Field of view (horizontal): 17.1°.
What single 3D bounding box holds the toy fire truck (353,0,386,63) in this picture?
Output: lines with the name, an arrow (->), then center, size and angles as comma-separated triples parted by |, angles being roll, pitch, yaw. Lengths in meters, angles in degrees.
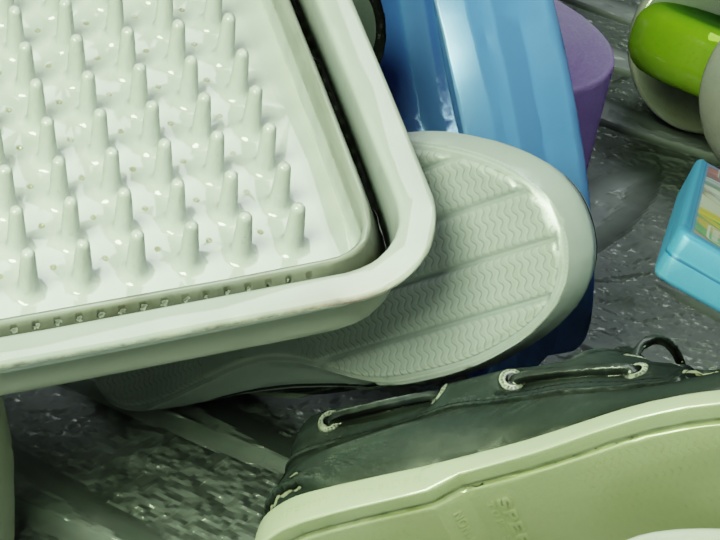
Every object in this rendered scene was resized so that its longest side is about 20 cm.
toy fire truck -> -0.105, -0.069, 0.807 | 0.199, 0.177, 0.128 | -19, 10, -41

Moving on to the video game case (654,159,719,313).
video game case -> 0.181, 0.031, 0.710 | 0.199, 0.018, 0.143 | 30, 14, 4

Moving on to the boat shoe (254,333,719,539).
boat shoe -> 0.068, 0.050, 0.654 | 0.198, 0.075, 0.066 | -16, 37, 15

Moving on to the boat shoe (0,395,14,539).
boat shoe -> -0.134, 0.011, 0.688 | 0.061, 0.075, 0.201 | -6, 50, -5

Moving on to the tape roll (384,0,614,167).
tape roll -> 0.004, -0.083, 1.008 | 0.199, 0.066, 0.200 | 10, 23, -4

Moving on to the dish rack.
dish rack -> -0.092, -0.033, 0.650 | 0.199, 0.044, 0.172 | -11, 52, -14

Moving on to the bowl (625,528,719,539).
bowl -> 0.153, 0.146, 0.555 | 0.199, 0.075, 0.200 | 8, 23, -12

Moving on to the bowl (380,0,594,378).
bowl -> 0.037, -0.061, 0.806 | 0.039, 0.202, 0.201 | -12, 27, -5

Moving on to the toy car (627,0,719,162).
toy car -> 0.222, -0.116, 1.067 | 0.198, 0.151, 0.175 | 8, 15, -11

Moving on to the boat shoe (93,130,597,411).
boat shoe -> 0.000, 0.000, 0.721 | 0.199, 0.073, 0.071 | -11, -2, 44
